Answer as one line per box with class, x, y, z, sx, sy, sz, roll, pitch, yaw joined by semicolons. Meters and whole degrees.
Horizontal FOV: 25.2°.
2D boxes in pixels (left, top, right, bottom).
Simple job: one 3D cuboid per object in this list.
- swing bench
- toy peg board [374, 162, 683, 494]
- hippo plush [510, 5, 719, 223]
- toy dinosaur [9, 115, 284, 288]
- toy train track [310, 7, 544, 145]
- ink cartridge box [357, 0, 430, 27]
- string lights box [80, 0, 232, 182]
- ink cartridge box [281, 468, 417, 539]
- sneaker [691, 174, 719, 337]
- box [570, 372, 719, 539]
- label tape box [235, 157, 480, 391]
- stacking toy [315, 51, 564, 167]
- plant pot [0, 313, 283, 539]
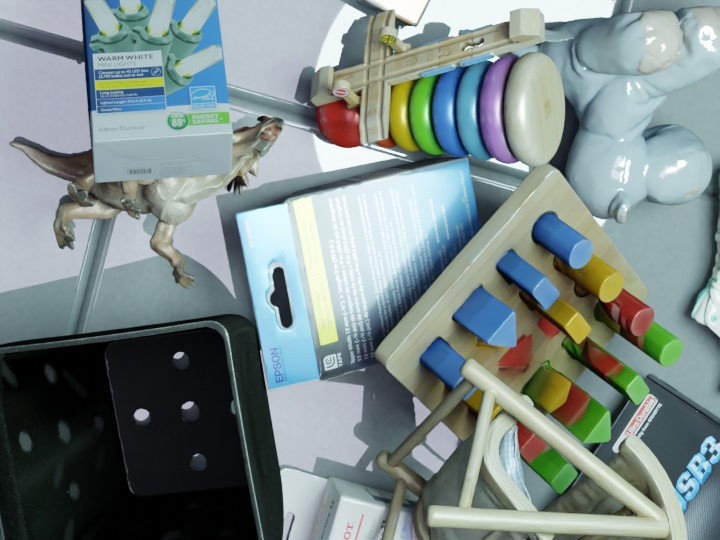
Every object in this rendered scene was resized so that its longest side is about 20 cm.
swing bench;0.118;0.192;1.206;0.198;0.199;0.131;23;58;-9
toy peg board;0.148;0.059;1.263;0.200;0.098;0.199;-49;136;-3
hippo plush;0.213;-0.120;1.272;0.197;0.159;0.163;-6;97;-10
toy dinosaur;-0.163;-0.076;1.247;0.198;0.086;0.136;14;51;13
toy train track;0.042;-0.163;1.209;0.198;0.032;0.116;-12;61;29
ink cartridge box;-0.008;-0.309;1.266;0.198;0.050;0.164;26;91;-15
string lights box;-0.155;-0.169;1.202;0.101;0.059;0.202;-5;63;-9
ink cartridge box;0.015;0.245;1.325;0.198;0.067;0.119;16;94;-12
sneaker;0.316;0.011;1.355;0.087;0.075;0.203;-15;100;4
box;0.264;0.221;1.322;0.198;0.050;0.201;35;89;27
label tape box;0.000;0.000;1.281;0.198;0.066;0.145;-14;100;-17
stacking toy;0.053;-0.125;1.247;0.198;0.085;0.087;3;98;29
plant pot;-0.154;0.127;1.210;0.197;0.177;0.203;-8;99;13
